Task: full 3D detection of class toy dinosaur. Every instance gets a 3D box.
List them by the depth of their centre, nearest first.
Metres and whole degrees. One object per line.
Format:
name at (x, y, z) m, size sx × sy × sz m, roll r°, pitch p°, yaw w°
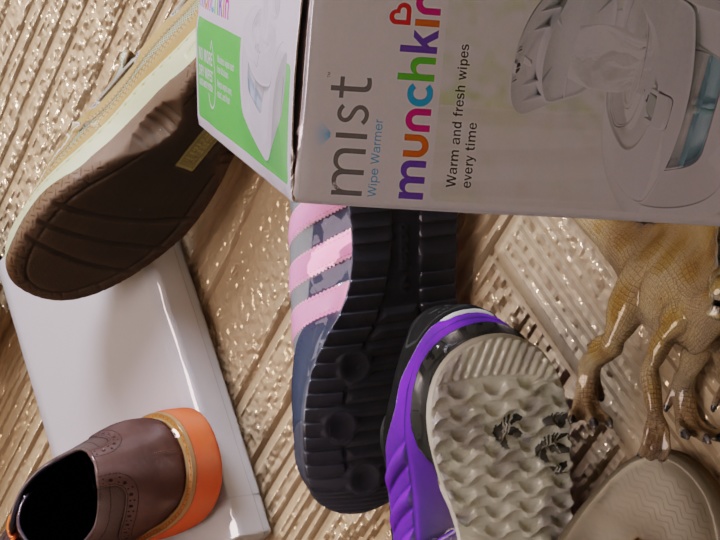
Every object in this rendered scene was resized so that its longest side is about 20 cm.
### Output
toy dinosaur at (0.114, 0.012, 1.063) m, size 0.200 × 0.058 × 0.102 m, roll -144°, pitch 61°, yaw -69°

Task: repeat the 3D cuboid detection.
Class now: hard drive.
hard drive at (-0.113, 0.059, 1.369) m, size 0.132 × 0.027 × 0.201 m, roll -39°, pitch 64°, yaw 46°

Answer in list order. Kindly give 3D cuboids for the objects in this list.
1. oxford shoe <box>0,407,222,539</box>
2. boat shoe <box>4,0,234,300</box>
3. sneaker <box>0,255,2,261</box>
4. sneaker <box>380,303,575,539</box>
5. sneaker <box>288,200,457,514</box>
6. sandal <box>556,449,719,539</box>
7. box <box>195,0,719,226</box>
oxford shoe at (-0.145, 0.121, 1.334) m, size 0.200 × 0.072 × 0.071 m, roll -44°, pitch 60°, yaw 44°
boat shoe at (-0.095, -0.069, 1.302) m, size 0.200 × 0.072 × 0.076 m, roll -42°, pitch 42°, yaw 24°
sneaker at (-0.245, -0.021, 1.513) m, size 0.088 × 0.076 × 0.200 m, roll -51°, pitch 41°, yaw 5°
sneaker at (0.044, 0.105, 1.149) m, size 0.100 × 0.069 × 0.201 m, roll -133°, pitch 42°, yaw -63°
sneaker at (0.000, 0.000, 1.202) m, size 0.082 × 0.070 × 0.201 m, roll -151°, pitch 67°, yaw -65°
sandal at (0.072, 0.156, 1.069) m, size 0.080 × 0.054 × 0.200 m, roll 41°, pitch 93°, yaw 26°
box at (0.044, -0.080, 0.986) m, size 0.200 × 0.176 × 0.097 m, roll -140°, pitch 53°, yaw -73°
